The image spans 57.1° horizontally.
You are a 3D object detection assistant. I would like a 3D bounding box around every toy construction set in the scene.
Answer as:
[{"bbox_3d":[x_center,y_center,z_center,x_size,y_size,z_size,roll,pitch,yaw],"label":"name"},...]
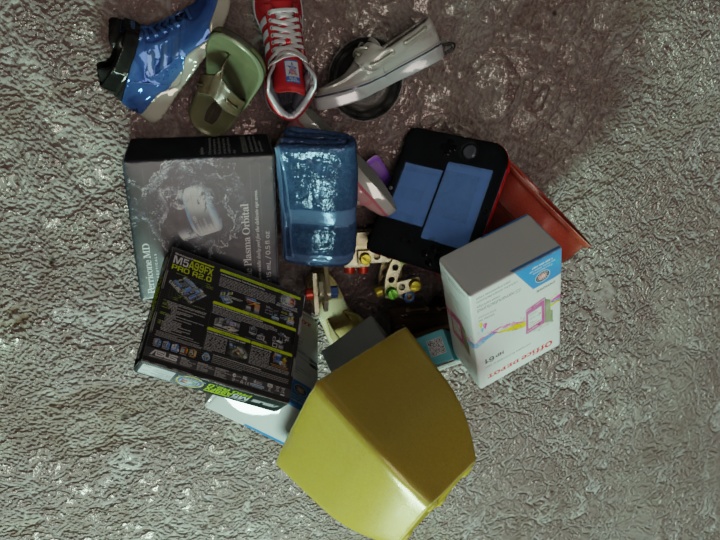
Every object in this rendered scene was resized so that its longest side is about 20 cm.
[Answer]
[{"bbox_3d":[0.000,0.000,1.043,0.196,0.092,0.134,-9,111,-24],"label":"toy construction set"}]

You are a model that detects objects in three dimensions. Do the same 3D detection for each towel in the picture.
[{"bbox_3d":[-0.059,-0.094,0.917,0.109,0.049,0.203,5,127,4],"label":"towel"}]

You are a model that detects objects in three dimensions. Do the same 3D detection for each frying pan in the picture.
[{"bbox_3d":[0.033,-0.300,0.947,0.190,0.031,0.115,-44,117,3],"label":"frying pan"}]

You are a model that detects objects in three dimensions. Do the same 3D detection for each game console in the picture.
[{"bbox_3d":[0.112,-0.100,0.960,0.031,0.174,0.203,31,79,-62],"label":"game console"}]

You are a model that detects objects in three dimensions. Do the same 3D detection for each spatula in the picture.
[{"bbox_3d":[0.054,-0.093,1.052,0.056,0.021,0.201,-37,118,1],"label":"spatula"}]

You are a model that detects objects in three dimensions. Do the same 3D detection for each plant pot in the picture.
[{"bbox_3d":[0.217,-0.043,1.033,0.200,0.202,0.195,35,110,-26],"label":"plant pot"},{"bbox_3d":[0.036,0.241,0.899,0.193,0.200,0.197,-25,152,-44],"label":"plant pot"}]

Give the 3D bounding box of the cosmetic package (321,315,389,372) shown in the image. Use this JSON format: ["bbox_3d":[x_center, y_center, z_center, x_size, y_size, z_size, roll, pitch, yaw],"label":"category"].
[{"bbox_3d":[0.024,0.162,1.081,0.101,0.072,0.200,-34,149,2],"label":"cosmetic package"}]

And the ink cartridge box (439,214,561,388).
[{"bbox_3d":[0.197,0.047,0.914,0.143,0.085,0.202,-26,136,-10],"label":"ink cartridge box"}]

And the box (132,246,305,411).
[{"bbox_3d":[-0.176,0.079,0.865,0.197,0.163,0.044,21,145,-24],"label":"box"}]

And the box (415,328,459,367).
[{"bbox_3d":[0.121,0.136,1.077,0.081,0.200,0.050,-21,77,12],"label":"box"}]

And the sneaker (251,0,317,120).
[{"bbox_3d":[-0.099,-0.297,0.865,0.070,0.113,0.204,-8,116,-12],"label":"sneaker"}]

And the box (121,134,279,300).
[{"bbox_3d":[-0.218,-0.077,0.932,0.196,0.118,0.200,-5,115,-12],"label":"box"}]

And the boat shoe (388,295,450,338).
[{"bbox_3d":[0.137,0.075,1.117,0.197,0.072,0.070,-9,162,-32],"label":"boat shoe"}]

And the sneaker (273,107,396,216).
[{"bbox_3d":[-0.044,-0.132,0.965,0.200,0.076,0.105,43,106,-10],"label":"sneaker"}]

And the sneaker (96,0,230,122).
[{"bbox_3d":[-0.257,-0.298,0.842,0.110,0.077,0.200,30,110,-34],"label":"sneaker"}]

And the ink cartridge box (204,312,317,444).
[{"bbox_3d":[-0.141,0.134,0.995,0.145,0.202,0.086,33,118,-25],"label":"ink cartridge box"}]

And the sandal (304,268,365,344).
[{"bbox_3d":[-0.025,0.098,1.089,0.077,0.070,0.213,-31,118,1],"label":"sandal"}]

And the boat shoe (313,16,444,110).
[{"bbox_3d":[0.020,-0.282,0.899,0.197,0.072,0.067,-26,112,-4],"label":"boat shoe"}]

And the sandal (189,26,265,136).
[{"bbox_3d":[-0.177,-0.225,0.848,0.079,0.058,0.201,27,147,-11],"label":"sandal"}]
